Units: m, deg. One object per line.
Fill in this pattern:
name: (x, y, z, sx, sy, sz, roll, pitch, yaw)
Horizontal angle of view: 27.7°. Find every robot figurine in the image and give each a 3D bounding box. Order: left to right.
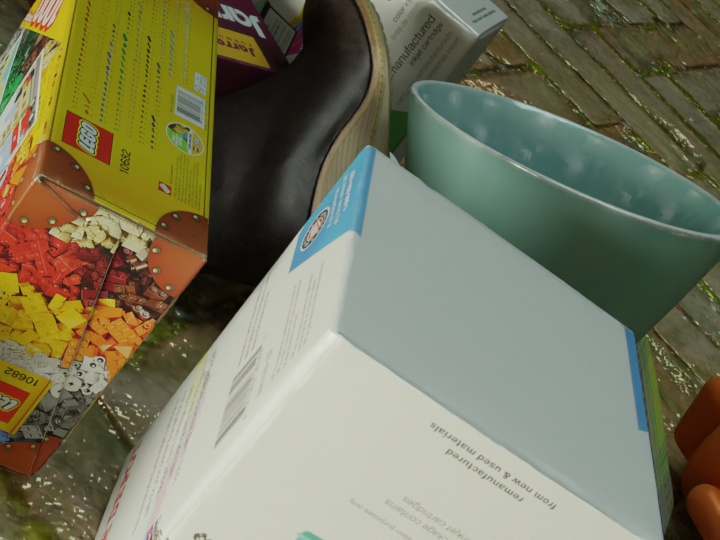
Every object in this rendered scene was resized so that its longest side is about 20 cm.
robot figurine: (0.285, 0.156, 0.933, 0.144, 0.116, 0.201, 34, 21, -54)

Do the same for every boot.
boot: (-0.067, -0.084, 0.814, 0.164, 0.072, 0.202, 1, 63, -14)

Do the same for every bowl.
bowl: (0.102, -0.020, 0.824, 0.199, 0.106, 0.201, 20, 18, -7)

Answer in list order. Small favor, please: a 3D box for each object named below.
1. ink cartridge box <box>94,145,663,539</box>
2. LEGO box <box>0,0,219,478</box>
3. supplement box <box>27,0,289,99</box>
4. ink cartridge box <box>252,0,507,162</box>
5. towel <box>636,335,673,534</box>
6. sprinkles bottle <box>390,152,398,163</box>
ink cartridge box: (-0.003, 0.091, 0.586, 0.145, 0.200, 0.147, 33, 28, -13)
LEGO box: (-0.134, -0.036, 0.655, 0.077, 0.149, 0.201, 27, 33, -24)
supplement box: (-0.137, -0.164, 0.929, 0.110, 0.086, 0.201, 10, 40, -44)
ink cartridge box: (-0.021, -0.181, 1.032, 0.200, 0.145, 0.084, 41, 27, 5)
towel: (0.147, 0.120, 0.834, 0.200, 0.023, 0.145, -45, 127, -61)
sprinkles bottle: (0.000, 0.000, 0.870, 0.068, 0.068, 0.201, 27, 30, -22)
